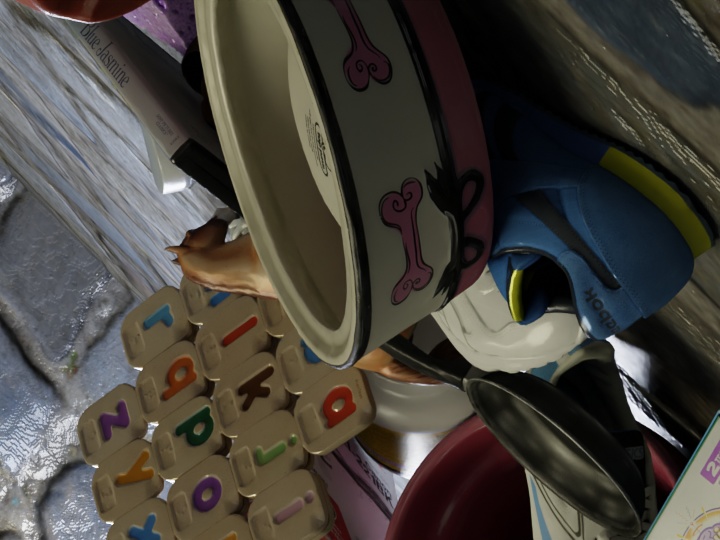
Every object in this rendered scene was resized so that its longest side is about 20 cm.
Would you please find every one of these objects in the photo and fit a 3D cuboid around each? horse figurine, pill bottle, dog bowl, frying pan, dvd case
[{"bbox_3d":[0.000,0.000,1.287,0.200,0.133,0.050,41,168,24],"label":"horse figurine"},{"bbox_3d":[0.038,0.052,1.409,0.112,0.112,0.200,43,171,15],"label":"pill bottle"},{"bbox_3d":[-0.007,-0.063,1.032,0.200,0.073,0.201,163,90,-75],"label":"dog bowl"},{"bbox_3d":[0.078,0.076,1.210,0.190,0.031,0.115,30,161,46],"label":"frying pan"},{"bbox_3d":[-0.090,-0.080,1.251,0.143,0.018,0.200,38,-171,-44],"label":"dvd case"}]

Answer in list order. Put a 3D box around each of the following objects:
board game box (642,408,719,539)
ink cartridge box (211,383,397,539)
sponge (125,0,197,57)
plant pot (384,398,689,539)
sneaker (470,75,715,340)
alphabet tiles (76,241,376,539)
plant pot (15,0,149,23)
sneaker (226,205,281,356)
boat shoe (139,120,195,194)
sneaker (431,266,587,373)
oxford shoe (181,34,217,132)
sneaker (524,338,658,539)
[{"bbox_3d":[0.213,0.179,1.087,0.200,0.154,0.040,42,-148,26],"label":"board game box"},{"bbox_3d":[-0.040,0.147,1.443,0.145,0.083,0.200,53,-168,-28],"label":"ink cartridge box"},{"bbox_3d":[-0.161,-0.213,1.413,0.111,0.030,0.200,36,167,46],"label":"sponge"},{"bbox_3d":[0.135,0.188,1.380,0.200,0.200,0.179,40,-175,30],"label":"plant pot"},{"bbox_3d":[0.069,-0.027,1.040,0.066,0.078,0.200,49,172,-35],"label":"sneaker"},{"bbox_3d":[-0.078,0.085,1.343,0.015,0.195,0.201,28,-146,-47],"label":"alphabet tiles"},{"bbox_3d":[-0.156,-0.207,0.967,0.195,0.201,0.201,31,165,27],"label":"plant pot"},{"bbox_3d":[-0.058,-0.010,1.438,0.092,0.075,0.200,58,-151,-26],"label":"sneaker"},{"bbox_3d":[-0.095,-0.096,1.486,0.202,0.086,0.075,-118,13,-82],"label":"boat shoe"},{"bbox_3d":[0.044,-0.018,1.169,0.200,0.078,0.100,26,157,50],"label":"sneaker"},{"bbox_3d":[-0.033,-0.091,1.203,0.073,0.084,0.200,52,168,-26],"label":"oxford shoe"},{"bbox_3d":[0.129,0.130,1.248,0.073,0.071,0.201,129,132,-56],"label":"sneaker"}]
